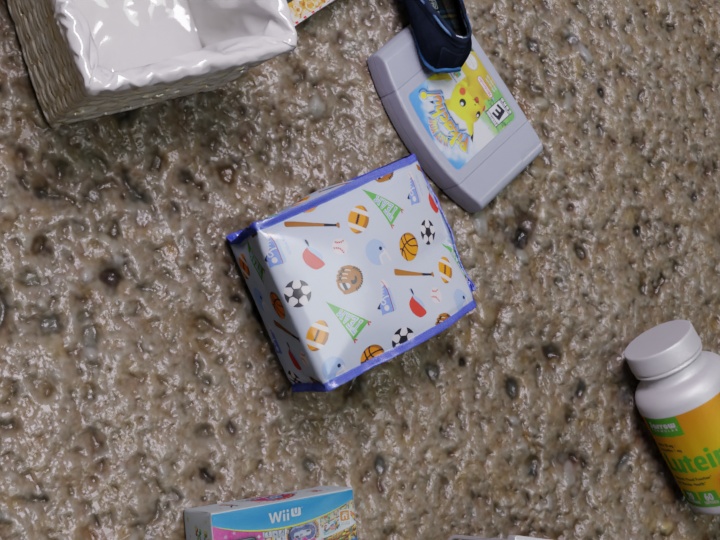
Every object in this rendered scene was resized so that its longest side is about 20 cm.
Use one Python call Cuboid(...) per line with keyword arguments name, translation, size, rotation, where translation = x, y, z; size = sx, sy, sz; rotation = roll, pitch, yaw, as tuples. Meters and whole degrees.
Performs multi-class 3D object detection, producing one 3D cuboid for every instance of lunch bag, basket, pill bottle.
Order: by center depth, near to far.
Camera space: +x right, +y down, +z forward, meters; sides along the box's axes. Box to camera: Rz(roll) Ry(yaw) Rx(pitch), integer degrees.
Cuboid(name="basket", translation=(-0.193, -0.245, 0.978), size=(0.198, 0.161, 0.201), rotation=(-19, 94, -31))
Cuboid(name="lunch bag", translation=(0.000, 0.000, 1.084), size=(0.199, 0.124, 0.171), rotation=(-27, 97, -22))
Cuboid(name="pill bottle", translation=(0.377, 0.161, 1.289), size=(0.111, 0.111, 0.201), rotation=(-36, 102, -29))

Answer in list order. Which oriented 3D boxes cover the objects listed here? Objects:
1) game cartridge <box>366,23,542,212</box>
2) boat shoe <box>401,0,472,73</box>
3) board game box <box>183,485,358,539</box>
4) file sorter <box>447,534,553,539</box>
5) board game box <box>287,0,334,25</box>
Cuboid(name="game cartridge", translation=(0.099, -0.168, 1.213), size=(0.133, 0.040, 0.200), rotation=(-42, 105, -24))
Cuboid(name="boat shoe", translation=(0.077, -0.301, 1.171), size=(0.084, 0.069, 0.201), rotation=(-18, 74, -24))
Cuboid(name="board game box", translation=(-0.073, 0.305, 1.036), size=(0.147, 0.064, 0.201), rotation=(-4, 85, -31))
Cuboid(name="file sorter", translation=(0.190, 0.341, 1.149), size=(0.199, 0.124, 0.140), rotation=(14, 76, -29))
Cuboid(name="board game box", translation=(-0.080, -0.348, 1.123), size=(0.151, 0.046, 0.201), rotation=(-38, 103, -29))
